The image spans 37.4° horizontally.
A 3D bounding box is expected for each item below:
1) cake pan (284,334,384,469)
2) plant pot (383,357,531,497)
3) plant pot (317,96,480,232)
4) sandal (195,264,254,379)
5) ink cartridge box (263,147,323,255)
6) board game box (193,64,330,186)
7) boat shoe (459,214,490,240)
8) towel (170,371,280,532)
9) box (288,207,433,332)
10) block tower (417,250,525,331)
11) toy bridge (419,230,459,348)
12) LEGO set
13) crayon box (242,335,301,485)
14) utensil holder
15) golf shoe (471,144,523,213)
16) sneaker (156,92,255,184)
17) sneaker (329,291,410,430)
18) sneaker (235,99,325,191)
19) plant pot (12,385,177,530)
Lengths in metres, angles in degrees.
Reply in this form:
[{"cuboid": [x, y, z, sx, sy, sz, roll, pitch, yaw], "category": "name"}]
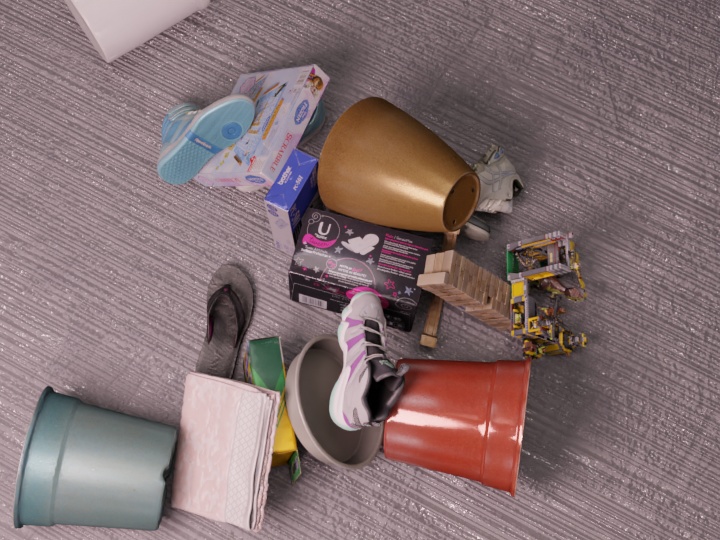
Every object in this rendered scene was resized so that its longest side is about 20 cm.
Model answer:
[{"cuboid": [-0.039, 0.194, 1.555, 0.037, 0.200, 0.202, -22, 69, 34], "category": "cake pan"}, {"cuboid": [0.140, 0.212, 1.544, 0.194, 0.201, 0.202, 7, 72, 9], "category": "plant pot"}, {"cuboid": [0.070, -0.135, 1.567, 0.199, 0.187, 0.187, 29, 72, 33], "category": "plant pot"}, {"cuboid": [-0.209, 0.085, 1.644, 0.075, 0.048, 0.202, 6, 72, 1], "category": "sandal"}, {"cuboid": [-0.099, -0.099, 1.626, 0.044, 0.200, 0.094, 26, 73, 9], "category": "ink cartridge box"}, {"cuboid": [-0.162, -0.226, 1.686, 0.199, 0.041, 0.201, 6, 65, 48], "category": "board game box"}, {"cuboid": [0.126, -0.114, 1.704, 0.199, 0.073, 0.062, 28, 77, 13], "category": "boat shoe"}, {"cuboid": [-0.198, 0.256, 1.517, 0.190, 0.032, 0.201, 5, 87, 43], "category": "towel"}, {"cuboid": [0.000, 0.000, 1.632, 0.199, 0.132, 0.115, 15, 69, 4], "category": "box"}, {"cuboid": [0.174, 0.031, 1.603, 0.199, 0.054, 0.058, 27, 65, -39], "category": "block tower"}, {"cuboid": [0.125, 0.017, 1.657, 0.027, 0.067, 0.201, 12, 93, 4], "category": "toy bridge"}, {"cuboid": [0.303, 0.031, 1.609, 0.153, 0.115, 0.201, 28, 60, -38], "category": "LEGO set"}, {"cuboid": [-0.132, 0.211, 1.561, 0.051, 0.126, 0.201, -7, 72, -13], "category": "crayon box"}, {"cuboid": [-0.377, -0.461, 1.760, 0.200, 0.170, 0.170, -35, 76, -9], "category": "utensil holder"}, {"cuboid": [0.201, -0.123, 1.672, 0.097, 0.078, 0.200, 45, 43, 0], "category": "golf shoe"}, {"cuboid": [-0.251, -0.241, 1.693, 0.200, 0.079, 0.131, -35, 42, 21], "category": "sneaker"}, {"cuboid": [0.026, 0.123, 1.483, 0.077, 0.140, 0.201, 12, 77, -29], "category": "sneaker"}, {"cuboid": [-0.137, -0.215, 1.726, 0.074, 0.082, 0.200, 38, 75, 11], "category": "sneaker"}, {"cuboid": [-0.368, 0.279, 1.511, 0.195, 0.200, 0.201, 10, 72, -6], "category": "plant pot"}]
